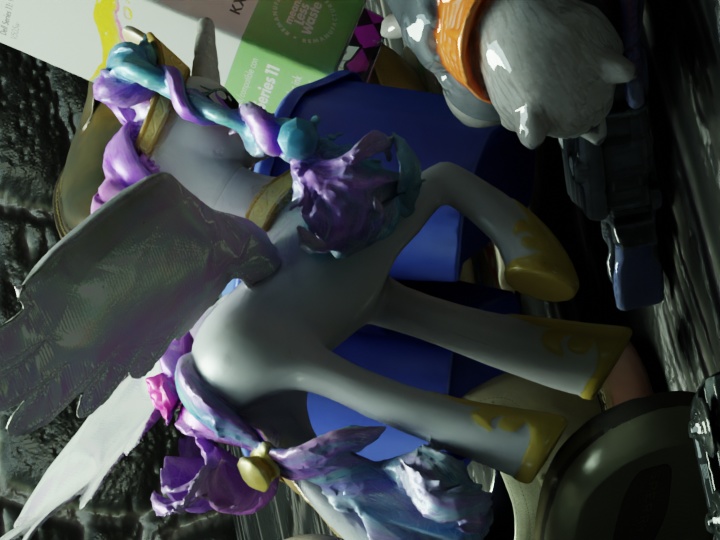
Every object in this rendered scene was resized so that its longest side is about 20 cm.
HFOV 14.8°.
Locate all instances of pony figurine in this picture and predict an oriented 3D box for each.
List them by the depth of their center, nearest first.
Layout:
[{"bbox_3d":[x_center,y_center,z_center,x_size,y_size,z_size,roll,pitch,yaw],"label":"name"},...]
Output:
[{"bbox_3d":[-0.033,0.023,0.889,0.193,0.199,0.167,-55,-9,-29],"label":"pony figurine"}]

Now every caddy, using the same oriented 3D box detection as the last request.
[{"bbox_3d":[0.000,0.000,1.043,0.200,0.104,0.142,-35,-51,-75],"label":"caddy"}]

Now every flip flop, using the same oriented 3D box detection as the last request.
[{"bbox_3d":[0.093,0.121,0.914,0.058,0.081,0.201,55,153,37],"label":"flip flop"}]

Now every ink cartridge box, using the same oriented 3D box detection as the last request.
[{"bbox_3d":[-0.092,-0.139,1.124,0.067,0.199,0.117,115,177,-55],"label":"ink cartridge box"}]

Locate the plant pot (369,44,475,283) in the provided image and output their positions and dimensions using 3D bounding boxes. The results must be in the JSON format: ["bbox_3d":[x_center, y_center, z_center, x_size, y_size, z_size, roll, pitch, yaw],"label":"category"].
[{"bbox_3d":[0.024,-0.012,1.275,0.200,0.027,0.201,169,90,-83],"label":"plant pot"}]

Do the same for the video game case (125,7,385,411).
[{"bbox_3d":[-0.060,-0.023,1.256,0.182,0.036,0.200,-66,11,-11],"label":"video game case"}]

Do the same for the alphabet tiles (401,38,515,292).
[{"bbox_3d":[0.037,-0.068,1.264,0.200,0.015,0.197,107,152,-73],"label":"alphabet tiles"}]

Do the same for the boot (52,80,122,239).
[{"bbox_3d":[-0.101,-0.081,1.198,0.200,0.074,0.097,-84,-13,-63],"label":"boot"}]

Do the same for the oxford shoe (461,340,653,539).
[{"bbox_3d":[0.073,0.120,1.012,0.071,0.073,0.201,-119,21,-68],"label":"oxford shoe"}]

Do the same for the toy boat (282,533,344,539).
[{"bbox_3d":[-0.014,0.187,1.047,0.131,0.130,0.200,59,166,-17],"label":"toy boat"}]

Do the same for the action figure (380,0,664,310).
[{"bbox_3d":[0.036,-0.076,0.904,0.193,0.104,0.201,-133,29,-62],"label":"action figure"}]

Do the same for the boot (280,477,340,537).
[{"bbox_3d":[0.032,0.125,1.171,0.200,0.066,0.175,49,-176,20],"label":"boot"}]

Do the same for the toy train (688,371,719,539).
[{"bbox_3d":[0.124,0.128,0.802,0.046,0.034,0.201,118,142,-83],"label":"toy train"}]
